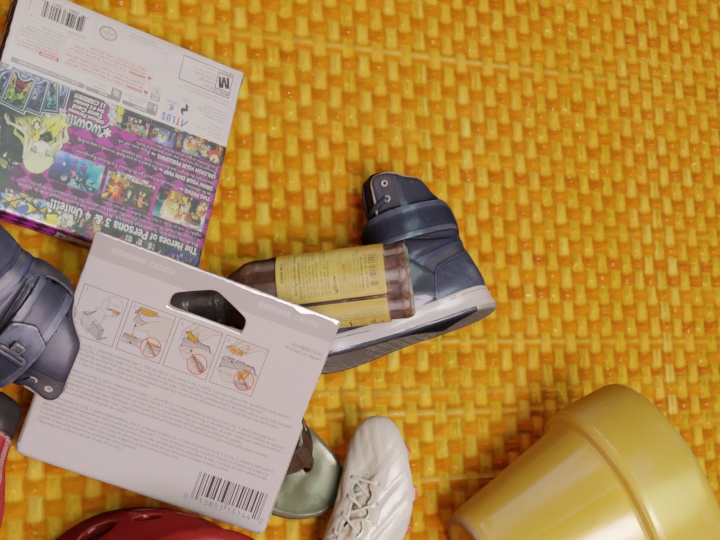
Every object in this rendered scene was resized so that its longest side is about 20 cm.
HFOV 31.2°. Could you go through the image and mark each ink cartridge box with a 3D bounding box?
[{"bbox_3d":[-0.136,0.083,0.973,0.197,0.045,0.178,21,96,-11],"label":"ink cartridge box"}]

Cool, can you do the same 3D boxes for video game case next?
[{"bbox_3d":[-0.204,-0.109,1.033,0.198,0.036,0.184,18,73,-25],"label":"video game case"}]

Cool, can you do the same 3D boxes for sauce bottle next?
[{"bbox_3d":[-0.056,0.018,1.033,0.197,0.065,0.066,-5,83,3],"label":"sauce bottle"}]

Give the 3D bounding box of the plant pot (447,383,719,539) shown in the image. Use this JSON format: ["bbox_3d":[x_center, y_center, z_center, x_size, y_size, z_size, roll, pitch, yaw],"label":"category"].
[{"bbox_3d":[0.185,0.229,1.115,0.187,0.201,0.203,-24,93,-14],"label":"plant pot"}]

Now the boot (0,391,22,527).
[{"bbox_3d":[-0.345,0.124,0.906,0.197,0.073,0.146,11,56,-14],"label":"boot"}]

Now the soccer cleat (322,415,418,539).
[{"bbox_3d":[-0.002,0.221,1.053,0.077,0.069,0.203,5,92,-45],"label":"soccer cleat"}]

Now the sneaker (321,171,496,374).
[{"bbox_3d":[0.000,0.000,1.111,0.200,0.077,0.148,-18,77,-17],"label":"sneaker"}]

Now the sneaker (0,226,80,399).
[{"bbox_3d":[-0.281,0.061,0.869,0.202,0.077,0.146,-42,126,11],"label":"sneaker"}]

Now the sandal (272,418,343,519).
[{"bbox_3d":[-0.080,0.133,1.038,0.201,0.057,0.080,49,64,-29],"label":"sandal"}]

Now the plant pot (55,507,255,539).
[{"bbox_3d":[-0.137,0.270,0.924,0.198,0.182,0.204,7,76,-28],"label":"plant pot"}]
